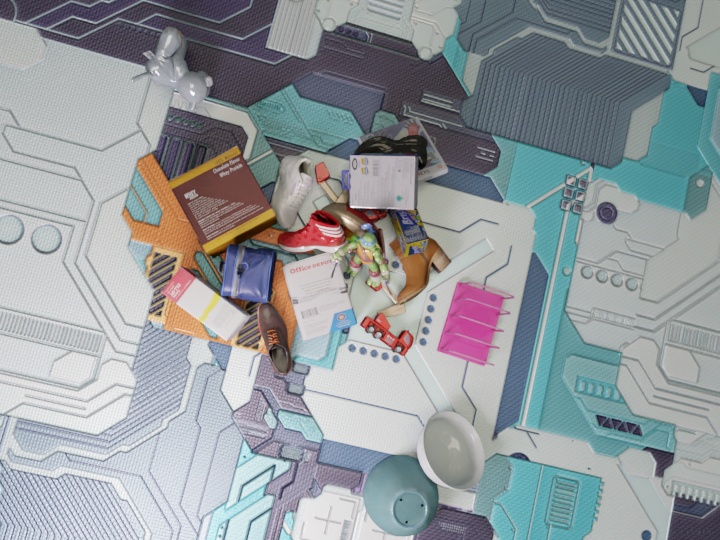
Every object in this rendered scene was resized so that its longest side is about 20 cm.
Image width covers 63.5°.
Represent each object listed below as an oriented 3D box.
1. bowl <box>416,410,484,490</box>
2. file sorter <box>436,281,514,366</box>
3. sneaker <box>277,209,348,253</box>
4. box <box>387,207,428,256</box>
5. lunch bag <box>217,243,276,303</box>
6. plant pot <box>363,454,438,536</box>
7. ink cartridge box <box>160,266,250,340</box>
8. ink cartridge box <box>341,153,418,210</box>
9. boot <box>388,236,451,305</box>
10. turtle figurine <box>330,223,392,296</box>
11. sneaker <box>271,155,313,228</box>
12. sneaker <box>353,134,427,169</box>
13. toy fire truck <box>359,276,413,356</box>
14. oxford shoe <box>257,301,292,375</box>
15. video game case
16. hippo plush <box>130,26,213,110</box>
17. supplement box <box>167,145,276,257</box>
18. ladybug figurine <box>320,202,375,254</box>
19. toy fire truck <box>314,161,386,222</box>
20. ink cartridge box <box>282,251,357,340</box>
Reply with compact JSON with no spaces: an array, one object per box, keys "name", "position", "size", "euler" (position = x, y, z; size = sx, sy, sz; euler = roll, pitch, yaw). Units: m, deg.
[{"name":"bowl","position":[0.217,0.474,1.510],"size":[0.201,0.090,0.202],"euler":[18,53,-26]},{"name":"file sorter","position":[0.311,0.142,1.550],"size":[0.139,0.125,0.200],"euler":[18,83,-5]},{"name":"sneaker","position":[-0.133,-0.109,1.496],"size":[0.199,0.116,0.078],"euler":[1,42,19]},{"name":"box","position":[0.118,-0.142,1.545],"size":[0.064,0.070,0.200],"euler":[-13,63,-8]},{"name":"lunch bag","position":[-0.286,0.006,1.453],"size":[0.132,0.200,0.136],"euler":[8,89,-5]},{"name":"plant pot","position":[0.113,0.588,1.484],"size":[0.200,0.135,0.201],"euler":[1,85,-6]},{"name":"ink cartridge box","position":[-0.382,0.085,1.462],"size":[0.200,0.145,0.083],"euler":[37,83,-2]},{"name":"ink cartridge box","position":[0.044,-0.228,1.479],"size":[0.199,0.076,0.137],"euler":[3,103,10]},{"name":"boot","position":[0.130,-0.017,1.570],"size":[0.155,0.074,0.200],"euler":[45,69,5]},{"name":"turtle figurine","position":[0.000,0.000,1.445],"size":[0.144,0.194,0.201],"euler":[-6,71,0]},{"name":"sneaker","position":[-0.176,-0.210,1.531],"size":[0.099,0.075,0.201],"euler":[3,84,38]},{"name":"sneaker","position":[0.081,-0.300,1.525],"size":[0.199,0.076,0.091],"euler":[-6,70,2]},{"name":"toy fire truck","position":[0.074,0.120,1.563],"size":[0.200,0.049,0.141],"euler":[36,80,-4]},{"name":"oxford shoe","position":[-0.219,0.174,1.510],"size":[0.071,0.073,0.200],"euler":[-19,87,-7]},{"name":"video game case","position":[0.113,-0.314,1.580],"size":[0.182,0.023,0.200],"euler":[-21,64,-8]},{"name":"hippo plush","position":[-0.452,-0.514,1.493],"size":[0.161,0.200,0.160],"euler":[29,104,-11]},{"name":"supplement box","position":[-0.348,-0.172,1.494],"size":[0.197,0.133,0.200],"euler":[-30,90,-8]},{"name":"ladybug figurine","position":[-0.020,-0.111,1.534],"size":[0.200,0.136,0.072],"euler":[39,59,-21]},{"name":"toy fire truck","position":[-0.028,-0.210,1.571],"size":[0.141,0.049,0.200],"euler":[-23,90,-7]},{"name":"ink cartridge box","position":[-0.108,0.067,1.526],"size":[0.146,0.086,0.200],"euler":[-16,86,-8]}]
